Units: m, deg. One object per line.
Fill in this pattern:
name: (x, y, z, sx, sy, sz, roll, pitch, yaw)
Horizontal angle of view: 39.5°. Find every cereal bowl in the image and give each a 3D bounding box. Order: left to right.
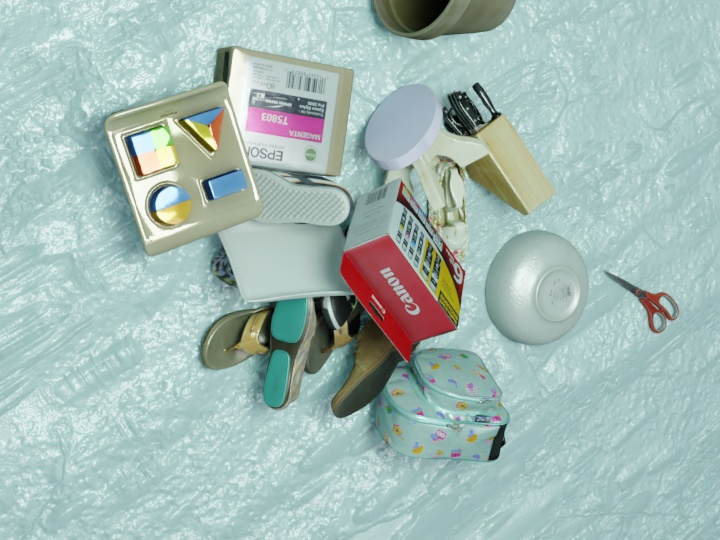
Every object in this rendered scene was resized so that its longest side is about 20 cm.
cereal bowl: (0.318, 0.034, 1.734, 0.198, 0.083, 0.202, -4, 99, -24)

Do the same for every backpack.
backpack: (0.125, 0.217, 1.614, 0.198, 0.176, 0.155, -3, 120, -14)

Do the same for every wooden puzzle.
wooden puzzle: (-0.234, -0.139, 1.375, 0.184, 0.046, 0.202, -23, 108, -25)

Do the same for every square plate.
square plate: (-0.106, -0.022, 1.479, 0.198, 0.199, 0.029, -4, 134, -25)

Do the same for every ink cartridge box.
ink cartridge box: (-0.119, -0.232, 1.487, 0.198, 0.075, 0.167, 5, 95, -27)
ink cartridge box: (0.065, 0.003, 1.463, 0.200, 0.083, 0.176, 52, 32, -29)

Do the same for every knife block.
knife block: (0.215, -0.204, 1.600, 0.064, 0.200, 0.176, -37, 141, -15)

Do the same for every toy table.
toy table: (0.090, -0.187, 1.540, 0.117, 0.183, 0.201, 53, 33, -30)

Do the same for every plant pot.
plant pot: (0.142, -0.441, 1.532, 0.172, 0.199, 0.202, 2, 98, -43)

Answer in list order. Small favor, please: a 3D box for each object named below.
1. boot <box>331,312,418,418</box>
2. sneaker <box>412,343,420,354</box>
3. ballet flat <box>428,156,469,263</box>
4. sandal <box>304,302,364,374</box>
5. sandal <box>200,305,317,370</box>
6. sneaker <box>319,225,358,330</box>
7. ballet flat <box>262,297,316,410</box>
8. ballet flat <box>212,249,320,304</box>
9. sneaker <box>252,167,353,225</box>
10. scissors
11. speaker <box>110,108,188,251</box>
boot: (0.012, 0.143, 1.571, 0.200, 0.075, 0.074, -48, 153, -18)
sneaker: (0.080, 0.040, 1.625, 0.080, 0.075, 0.202, -1, 100, -26)
ballet flat: (0.146, -0.095, 1.642, 0.075, 0.064, 0.202, -14, 105, -22)
sandal: (-0.022, 0.080, 1.582, 0.200, 0.054, 0.082, -48, 140, -16)
sandal: (-0.149, 0.097, 1.535, 0.198, 0.054, 0.081, -15, 106, -24)
sneaker: (0.000, 0.000, 1.534, 0.072, 0.082, 0.201, 61, 40, -49)
ballet flat: (-0.103, 0.110, 1.516, 0.067, 0.068, 0.202, 3, 104, -62)
ballet flat: (-0.125, 0.007, 1.526, 0.199, 0.072, 0.073, 14, 92, -26)
sneaker: (-0.106, -0.107, 1.499, 0.198, 0.079, 0.079, 13, 103, 10)
scissors: (0.527, 0.040, 1.876, 0.200, 0.014, 0.073, 44, 81, -23)
speaker: (-0.292, -0.129, 1.417, 0.081, 0.081, 0.202, -17, 105, -22)
